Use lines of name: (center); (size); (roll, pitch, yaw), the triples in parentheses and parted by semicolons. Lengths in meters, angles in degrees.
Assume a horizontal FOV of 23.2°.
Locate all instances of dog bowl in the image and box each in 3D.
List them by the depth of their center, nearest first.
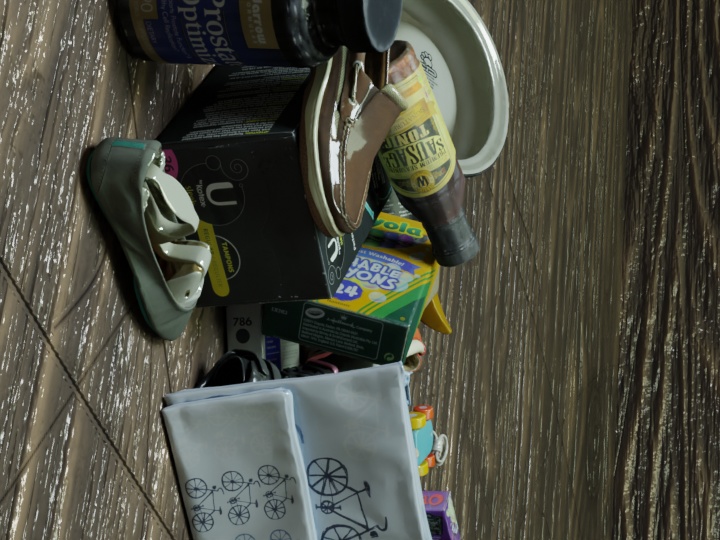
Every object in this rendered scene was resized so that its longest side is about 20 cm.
dog bowl: (0.049, -0.172, 1.610); (0.200, 0.074, 0.201); (22, 59, -43)

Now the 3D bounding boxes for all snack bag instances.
snack bag: (-0.045, 0.171, 1.410); (0.021, 0.199, 0.189); (-91, 172, -66)

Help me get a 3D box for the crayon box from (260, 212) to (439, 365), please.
crayon box: (0.000, 0.000, 1.549); (0.200, 0.125, 0.052); (-66, 168, -58)

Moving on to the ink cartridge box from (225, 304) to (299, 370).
ink cartridge box: (-0.084, 0.087, 1.554); (0.099, 0.039, 0.201); (-1, 90, -73)

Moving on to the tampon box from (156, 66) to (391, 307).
tampon box: (-0.070, -0.083, 1.465); (0.200, 0.126, 0.150); (-61, 143, -58)

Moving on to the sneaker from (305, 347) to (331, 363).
sneaker: (-0.033, 0.094, 1.677); (0.200, 0.073, 0.087); (79, 0, -75)

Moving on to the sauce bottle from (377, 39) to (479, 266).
sauce bottle: (0.051, -0.096, 1.491); (0.200, 0.066, 0.066); (64, 26, -25)

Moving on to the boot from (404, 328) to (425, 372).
boot: (0.024, 0.055, 1.688); (0.107, 0.075, 0.200); (52, 13, 8)

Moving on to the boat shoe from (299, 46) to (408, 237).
boat shoe: (-0.002, -0.127, 1.362); (0.075, 0.075, 0.203); (37, 49, -64)

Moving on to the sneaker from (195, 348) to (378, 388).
sneaker: (-0.061, 0.095, 1.470); (0.200, 0.071, 0.099); (-39, 122, -33)

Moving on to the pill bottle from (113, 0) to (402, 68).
pill bottle: (-0.075, -0.210, 1.322); (0.112, 0.199, 0.112); (4, 90, -69)

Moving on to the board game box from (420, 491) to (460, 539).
board game box: (-0.011, 0.238, 1.500); (0.032, 0.199, 0.120); (-65, 148, -54)

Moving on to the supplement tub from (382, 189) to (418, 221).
supplement tub: (-0.003, -0.111, 1.702); (0.123, 0.122, 0.201); (-32, 119, -71)

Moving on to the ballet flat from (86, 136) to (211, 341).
ballet flat: (-0.146, -0.018, 1.316); (0.200, 0.063, 0.068); (72, 23, -44)

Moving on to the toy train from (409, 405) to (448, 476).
toy train: (0.046, 0.249, 1.947); (0.150, 0.055, 0.201); (70, 28, -49)

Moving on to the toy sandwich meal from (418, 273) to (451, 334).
toy sandwich meal: (0.060, 0.021, 1.979); (0.205, 0.070, 0.206); (-2, 90, -73)
